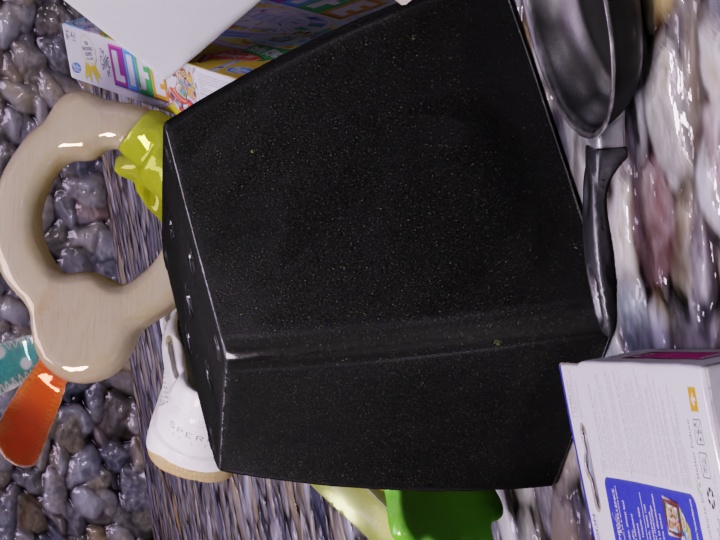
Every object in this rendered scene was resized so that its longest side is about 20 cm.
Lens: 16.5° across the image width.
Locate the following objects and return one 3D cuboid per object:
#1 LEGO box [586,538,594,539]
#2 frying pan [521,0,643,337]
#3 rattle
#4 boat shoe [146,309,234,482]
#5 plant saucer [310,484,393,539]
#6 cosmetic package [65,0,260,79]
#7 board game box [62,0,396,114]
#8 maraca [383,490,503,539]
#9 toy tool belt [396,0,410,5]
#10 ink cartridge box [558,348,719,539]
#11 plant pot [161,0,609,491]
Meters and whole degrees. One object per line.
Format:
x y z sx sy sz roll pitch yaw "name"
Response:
0.058 0.240 1.233 0.077 0.148 0.201 -112 16 -45 "LEGO box"
0.099 -0.076 1.022 0.115 0.031 0.191 126 129 -76 "frying pan"
-0.146 0.008 1.377 0.143 0.130 0.201 -157 82 -85 "rattle"
-0.075 0.029 1.379 0.200 0.070 0.070 -88 12 -53 "boat shoe"
-0.001 0.127 1.532 0.200 0.031 0.200 42 169 10 "plant saucer"
-0.087 -0.247 1.299 0.123 0.200 0.200 36 -157 -41 "cosmetic package"
-0.060 -0.123 1.372 0.200 0.134 0.034 22 126 54 "board game box"
0.021 0.073 1.372 0.107 0.137 0.201 -30 78 32 "maraca"
0.001 -0.215 1.119 0.200 0.122 0.125 115 180 -70 "toy tool belt"
0.129 0.081 1.013 0.200 0.037 0.095 171 87 -77 "ink cartridge box"
0.000 0.000 1.232 0.200 0.177 0.201 99 157 -62 "plant pot"
